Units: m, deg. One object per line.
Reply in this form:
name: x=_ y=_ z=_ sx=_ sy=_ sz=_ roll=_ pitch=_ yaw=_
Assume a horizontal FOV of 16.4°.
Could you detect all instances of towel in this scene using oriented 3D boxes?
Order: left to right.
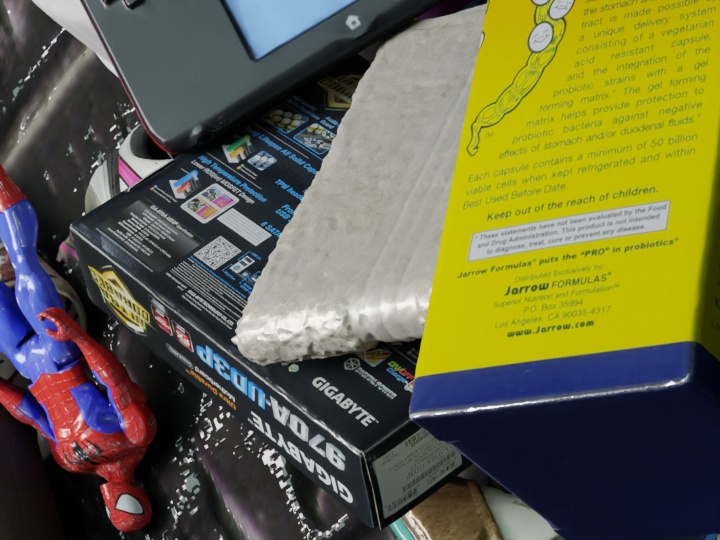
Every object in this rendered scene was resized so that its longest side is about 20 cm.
towel: x=0.038 y=-0.039 z=0.973 sx=0.132 sy=0.035 sz=0.201 roll=-9 pitch=37 yaw=34

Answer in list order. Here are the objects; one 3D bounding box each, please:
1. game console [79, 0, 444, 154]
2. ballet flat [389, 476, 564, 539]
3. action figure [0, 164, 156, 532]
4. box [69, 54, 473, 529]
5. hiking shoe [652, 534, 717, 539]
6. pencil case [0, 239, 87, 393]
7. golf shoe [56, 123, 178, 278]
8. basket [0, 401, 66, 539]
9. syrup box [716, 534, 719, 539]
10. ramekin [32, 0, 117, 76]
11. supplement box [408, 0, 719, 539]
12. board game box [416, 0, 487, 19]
game console: x=-0.037 y=-0.169 z=1.072 sx=0.199 sy=0.031 sz=0.178 roll=-30 pitch=67 yaw=6
ballet flat: x=0.075 y=0.137 z=0.974 sx=0.072 sy=0.068 sz=0.200 roll=-35 pitch=54 yaw=2
action figure: x=-0.150 y=0.032 z=1.145 sx=0.065 sy=0.052 sz=0.201 roll=-26 pitch=99 yaw=27
box: x=0.000 y=0.000 z=1.023 sx=0.159 sy=0.046 sz=0.200 roll=-34 pitch=47 yaw=-24
hiking shoe: x=0.128 y=0.017 z=0.953 sx=0.074 sy=0.087 sz=0.201 roll=1 pitch=60 yaw=39
pencil case: x=-0.222 y=-0.003 z=1.254 sx=0.090 sy=0.078 sz=0.200 roll=-49 pitch=50 yaw=-2
golf shoe: x=-0.059 y=-0.014 z=1.123 sx=0.199 sy=0.072 sz=0.093 roll=24 pitch=91 yaw=42
basket: x=-0.187 y=0.184 z=1.127 sx=0.179 sy=0.136 sz=0.201 roll=-25 pitch=60 yaw=-14
syrup box: x=0.180 y=0.094 z=0.881 sx=0.078 sy=0.081 sz=0.202 roll=-3 pitch=74 yaw=41
ramekin: x=-0.087 y=-0.190 z=1.189 sx=0.201 sy=0.094 sz=0.204 roll=-14 pitch=66 yaw=35
supplement box: x=0.103 y=-0.022 z=0.851 sx=0.109 sy=0.109 sz=0.201 roll=-9 pitch=56 yaw=36
board game box: x=0.073 y=-0.171 z=1.083 sx=0.158 sy=0.039 sz=0.201 roll=37 pitch=100 yaw=41
